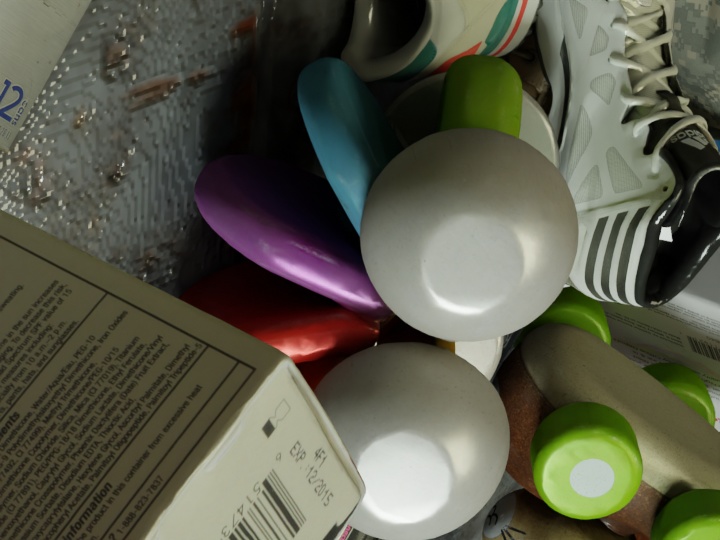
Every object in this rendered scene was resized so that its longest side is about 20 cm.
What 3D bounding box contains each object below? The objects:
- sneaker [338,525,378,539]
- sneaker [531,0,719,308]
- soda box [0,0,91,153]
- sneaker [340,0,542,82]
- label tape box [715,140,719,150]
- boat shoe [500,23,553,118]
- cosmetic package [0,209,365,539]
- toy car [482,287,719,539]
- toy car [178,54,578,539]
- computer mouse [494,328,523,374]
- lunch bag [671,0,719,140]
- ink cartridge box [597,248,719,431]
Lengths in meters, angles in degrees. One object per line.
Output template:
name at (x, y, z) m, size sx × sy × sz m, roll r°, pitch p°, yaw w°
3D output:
sneaker at (-0.024, 0.170, 0.854) m, size 0.084 × 0.077 × 0.200 m, roll 1°, pitch 125°, yaw -25°
sneaker at (0.132, -0.080, 0.795) m, size 0.076 × 0.115 × 0.201 m, roll -2°, pitch 104°, yaw -32°
soda box at (-0.161, -0.107, 0.512) m, size 0.068 × 0.063 × 0.200 m, roll -62°, pitch 148°, yaw -4°
sneaker at (0.035, -0.159, 0.748) m, size 0.093 × 0.070 × 0.200 m, roll -27°, pitch 144°, yaw -32°
label tape box at (0.263, -0.047, 1.181) m, size 0.143 × 0.066 × 0.200 m, roll -58°, pitch 149°, yaw -13°
boat shoe at (0.078, -0.114, 0.865) m, size 0.065 × 0.071 × 0.200 m, roll 39°, pitch 71°, yaw -48°
cosmetic package at (-0.112, 0.046, 0.559) m, size 0.103 × 0.200 × 0.087 m, roll -52°, pitch 147°, yaw -18°
toy car at (0.099, 0.140, 0.992) m, size 0.200 × 0.158 × 0.164 m, roll -49°, pitch -164°, yaw 20°
toy car at (0.000, 0.000, 0.754) m, size 0.175 × 0.150 × 0.200 m, roll -81°, pitch -173°, yaw -71°
computer mouse at (0.029, 0.041, 0.913) m, size 0.138 × 0.053 × 0.200 m, roll 6°, pitch 117°, yaw -59°
lunch bag at (0.224, -0.188, 0.984) m, size 0.164 × 0.117 × 0.200 m, roll -49°, pitch 139°, yaw -23°
ink cartridge box at (0.203, 0.018, 1.057) m, size 0.084 × 0.145 × 0.200 m, roll -58°, pitch 148°, yaw -15°
